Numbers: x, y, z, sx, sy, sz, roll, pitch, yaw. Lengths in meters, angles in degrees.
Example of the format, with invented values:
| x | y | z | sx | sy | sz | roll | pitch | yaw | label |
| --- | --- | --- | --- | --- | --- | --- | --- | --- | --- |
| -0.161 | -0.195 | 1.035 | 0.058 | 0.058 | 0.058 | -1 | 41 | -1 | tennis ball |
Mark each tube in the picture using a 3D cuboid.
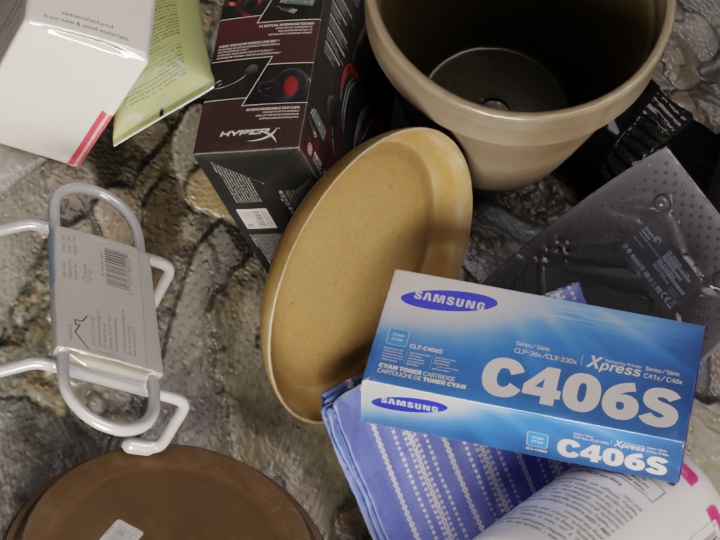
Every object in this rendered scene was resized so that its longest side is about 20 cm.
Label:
| x | y | z | sx | sy | sz | roll | pitch | yaw | label |
| --- | --- | --- | --- | --- | --- | --- | --- | --- | --- |
| -0.130 | -0.159 | 1.388 | 0.051 | 0.058 | 0.201 | 9 | 40 | -15 | tube |

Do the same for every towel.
| x | y | z | sx | sy | sz | roll | pitch | yaw | label |
| --- | --- | --- | --- | --- | --- | --- | --- | --- | --- |
| 0.083 | 0.109 | 1.382 | 0.199 | 0.024 | 0.146 | -24 | 94 | -18 | towel |

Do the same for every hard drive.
| x | y | z | sx | sy | sz | roll | pitch | yaw | label |
| --- | --- | --- | --- | --- | --- | --- | --- | --- | --- |
| 0.163 | 0.027 | 1.445 | 0.200 | 0.042 | 0.135 | -39 | 87 | 2 | hard drive |

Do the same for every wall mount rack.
| x | y | z | sx | sy | sz | roll | pitch | yaw | label |
| --- | --- | --- | --- | --- | --- | --- | --- | --- | --- |
| -0.190 | 0.032 | 1.271 | 0.172 | 0.075 | 0.201 | 16 | 39 | -25 | wall mount rack |

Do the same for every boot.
| x | y | z | sx | sy | sz | roll | pitch | yaw | label |
| --- | --- | --- | --- | --- | --- | --- | --- | --- | --- |
| 0.176 | -0.061 | 1.533 | 0.157 | 0.079 | 0.212 | 37 | 49 | -12 | boot |

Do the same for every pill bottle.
| x | y | z | sx | sy | sz | roll | pitch | yaw | label |
| --- | --- | --- | --- | --- | --- | --- | --- | --- | --- |
| 0.125 | 0.190 | 1.300 | 0.199 | 0.113 | 0.114 | -29 | 82 | -39 | pill bottle |

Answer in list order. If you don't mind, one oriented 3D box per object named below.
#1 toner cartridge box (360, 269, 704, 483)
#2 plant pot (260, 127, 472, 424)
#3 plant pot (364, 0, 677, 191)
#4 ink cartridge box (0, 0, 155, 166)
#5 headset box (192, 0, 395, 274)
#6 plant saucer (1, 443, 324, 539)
| x | y | z | sx | sy | sz | roll | pitch | yaw | label |
| --- | --- | --- | --- | --- | --- | --- | --- | --- | --- |
| 0.106 | 0.064 | 1.325 | 0.198 | 0.043 | 0.095 | 10 | 48 | 9 | toner cartridge box |
| 0.000 | 0.000 | 1.360 | 0.027 | 0.201 | 0.200 | 26 | 46 | 31 | plant pot |
| 0.098 | -0.144 | 1.428 | 0.198 | 0.174 | 0.202 | 1 | 65 | -2 | plant pot |
| -0.182 | -0.192 | 1.357 | 0.084 | 0.146 | 0.202 | 16 | 59 | -19 | ink cartridge box |
| -0.035 | -0.119 | 1.398 | 0.074 | 0.149 | 0.202 | -3 | 58 | 18 | headset box |
| -0.111 | 0.171 | 1.236 | 0.198 | 0.030 | 0.201 | 5 | 43 | -4 | plant saucer |
